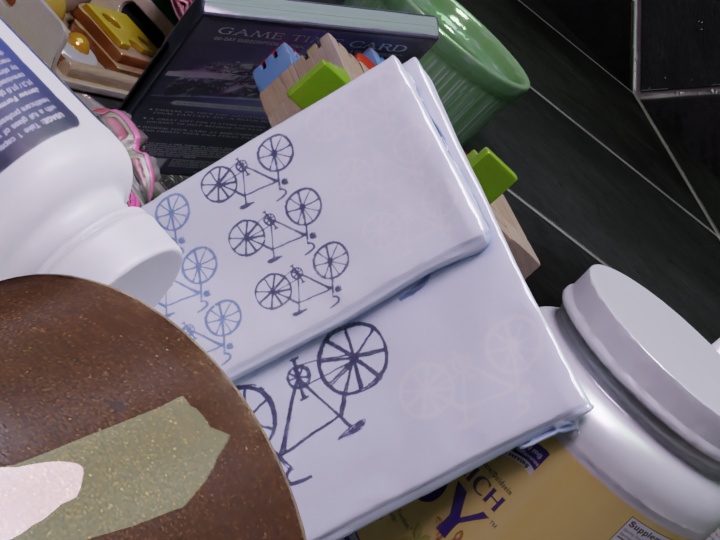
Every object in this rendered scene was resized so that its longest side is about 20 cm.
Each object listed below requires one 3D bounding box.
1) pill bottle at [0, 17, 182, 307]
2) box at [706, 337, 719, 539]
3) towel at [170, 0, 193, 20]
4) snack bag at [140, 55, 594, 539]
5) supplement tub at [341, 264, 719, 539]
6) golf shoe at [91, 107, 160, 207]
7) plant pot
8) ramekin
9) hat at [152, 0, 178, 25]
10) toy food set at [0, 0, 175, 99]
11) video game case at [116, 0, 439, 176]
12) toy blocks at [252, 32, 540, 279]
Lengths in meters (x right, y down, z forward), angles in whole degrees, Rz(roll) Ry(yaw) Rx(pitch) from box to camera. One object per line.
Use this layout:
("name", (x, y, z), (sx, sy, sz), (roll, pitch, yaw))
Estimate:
("pill bottle", (-0.180, -0.050, 0.943), (0.200, 0.111, 0.111), (45, 17, 13))
("box", (0.214, 0.110, 1.147), (0.101, 0.112, 0.200), (48, -18, 13))
("towel", (-0.100, -0.160, 1.454), (0.144, 0.023, 0.200), (58, 3, -16))
("snack bag", (-0.013, 0.025, 0.948), (0.200, 0.189, 0.021), (64, 13, 13))
("supplement tub", (0.094, 0.110, 0.998), (0.145, 0.200, 0.145), (38, 16, -13))
("golf shoe", (-0.132, -0.008, 1.038), (0.092, 0.073, 0.200), (-3, 43, -42))
("plant pot", (-0.145, 0.109, 0.546), (0.187, 0.187, 0.200), (47, 32, 19))
("ramekin", (0.059, -0.208, 1.923), (0.200, 0.098, 0.200), (38, 17, -13))
("hat", (-0.184, -0.255, 1.629), (0.166, 0.176, 0.200), (23, 64, -43))
("toy food set", (-0.192, -0.187, 1.358), (0.144, 0.060, 0.200), (47, 17, 20))
("video game case", (-0.060, -0.102, 1.161), (0.143, 0.200, 0.019), (3, 66, -25))
("toy blocks", (0.014, -0.063, 1.071), (0.200, 0.100, 0.137), (40, 15, -32))
